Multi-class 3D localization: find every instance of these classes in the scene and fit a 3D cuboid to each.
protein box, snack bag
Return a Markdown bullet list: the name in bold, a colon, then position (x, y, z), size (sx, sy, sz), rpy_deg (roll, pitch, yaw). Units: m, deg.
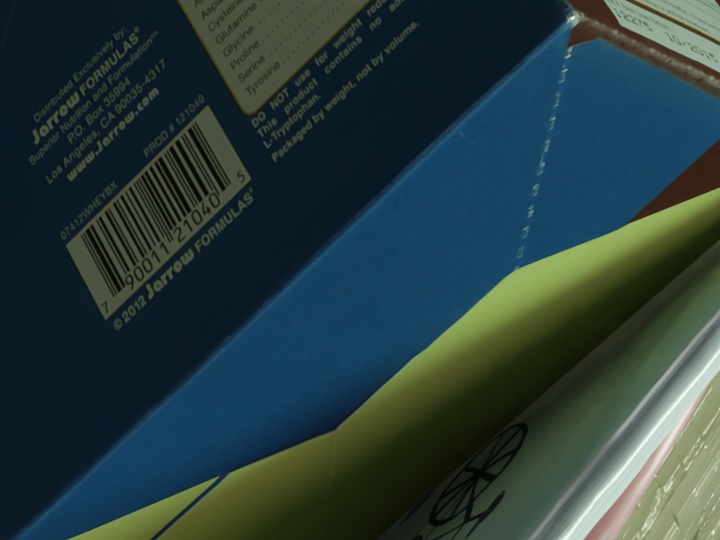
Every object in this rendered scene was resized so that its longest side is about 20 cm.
- **protein box**: position (-0.030, -0.056, 0.590), size (0.198, 0.200, 0.135), rpy_deg (-43, 150, 21)
- **snack bag**: position (0.038, 0.057, 0.613), size (0.021, 0.200, 0.189), rpy_deg (44, 72, -7)

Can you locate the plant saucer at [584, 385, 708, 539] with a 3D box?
- **plant saucer**: position (0.089, 0.061, 0.905), size (0.201, 0.051, 0.201), rpy_deg (-57, 178, -3)
